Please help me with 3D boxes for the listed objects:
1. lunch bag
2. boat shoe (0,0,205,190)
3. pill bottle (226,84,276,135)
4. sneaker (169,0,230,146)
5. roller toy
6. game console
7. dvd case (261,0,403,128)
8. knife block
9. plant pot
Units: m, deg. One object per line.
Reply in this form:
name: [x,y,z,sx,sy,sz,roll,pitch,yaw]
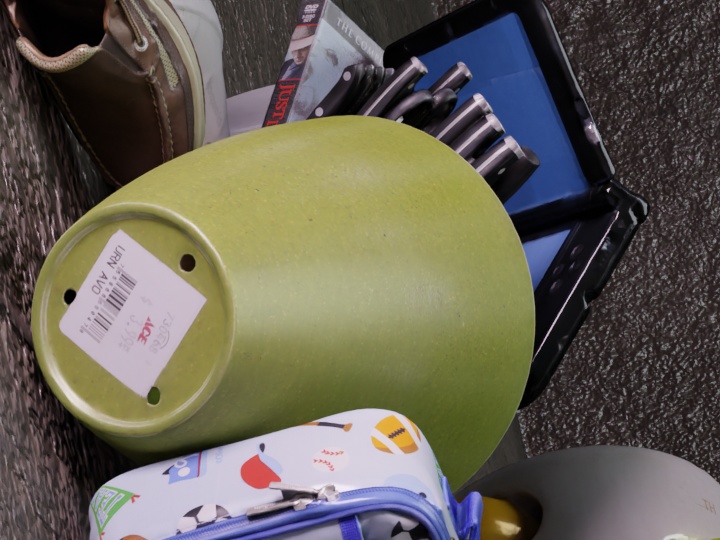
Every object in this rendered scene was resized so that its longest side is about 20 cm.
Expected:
lunch bag: [-0.018,0.150,1.128,0.076,0.160,0.200,-95,170,-54]
boat shoe: [-0.126,-0.106,1.218,0.075,0.075,0.203,-64,143,-47]
pill bottle: [-0.029,0.003,1.554,0.110,0.109,0.201,-82,157,-73]
sneaker: [-0.091,-0.073,1.351,0.200,0.073,0.085,63,12,-67]
roller toy: [0.121,0.185,1.505,0.183,0.199,0.140,89,-7,-51]
game console: [0.046,-0.026,1.391,0.116,0.176,0.200,35,-17,-13]
dvd case: [-0.010,-0.021,1.475,0.146,0.022,0.200,41,55,-41]
knife block: [0.000,0.000,1.310,0.064,0.175,0.201,1,94,-59]
plant pot: [-0.049,0.022,1.185,0.200,0.187,0.188,2,73,-65]
